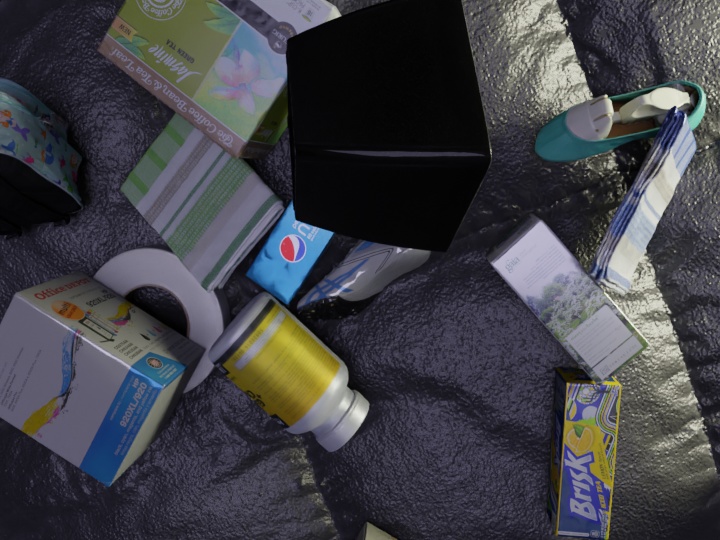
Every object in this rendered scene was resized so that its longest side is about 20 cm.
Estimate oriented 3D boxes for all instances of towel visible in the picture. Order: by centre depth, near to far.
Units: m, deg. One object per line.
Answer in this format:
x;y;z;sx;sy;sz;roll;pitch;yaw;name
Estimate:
0.326;-0.068;0.734;0.024;0.146;0.203;29;97;33;towel
-0.201;-0.093;0.815;0.149;0.031;0.200;-47;73;10;towel

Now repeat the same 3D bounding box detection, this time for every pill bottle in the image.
-0.086;0.131;0.814;0.200;0.112;0.112;44;100;-8;pill bottle

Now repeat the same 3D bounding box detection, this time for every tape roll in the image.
-0.273;0.069;0.865;0.198;0.037;0.207;1;98;5;tape roll

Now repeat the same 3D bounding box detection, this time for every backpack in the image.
-0.447;-0.138;0.770;0.174;0.200;0.154;-11;78;8;backpack

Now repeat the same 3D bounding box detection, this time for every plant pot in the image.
0.012;-0.145;0.670;0.174;0.201;0.203;-3;68;-8;plant pot

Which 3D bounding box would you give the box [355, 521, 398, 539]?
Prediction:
0.068;0.440;0.867;0.198;0.078;0.096;32;100;0;box

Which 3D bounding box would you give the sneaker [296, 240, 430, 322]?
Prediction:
0.000;0.000;0.820;0.198;0.072;0.073;-33;56;17;sneaker

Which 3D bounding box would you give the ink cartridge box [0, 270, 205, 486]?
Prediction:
-0.324;0.122;0.785;0.198;0.147;0.146;31;101;0;ink cartridge box

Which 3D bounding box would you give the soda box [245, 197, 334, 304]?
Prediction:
-0.060;-0.062;0.810;0.067;0.064;0.202;33;100;-1;soda box

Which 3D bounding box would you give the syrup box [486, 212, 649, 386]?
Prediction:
0.247;0.032;0.785;0.079;0.081;0.200;-42;92;12;syrup box

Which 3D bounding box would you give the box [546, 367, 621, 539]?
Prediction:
0.281;0.231;0.822;0.068;0.064;0.205;2;100;5;box

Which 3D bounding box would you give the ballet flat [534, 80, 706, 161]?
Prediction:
0.300;-0.181;0.749;0.196;0.071;0.069;-11;68;6;ballet flat

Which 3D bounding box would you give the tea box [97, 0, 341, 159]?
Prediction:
-0.152;-0.267;0.752;0.199;0.134;0.198;36;101;-1;tea box
